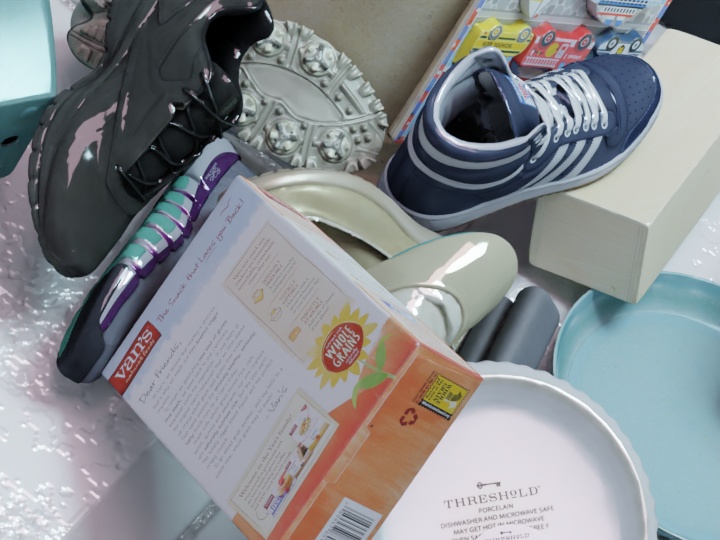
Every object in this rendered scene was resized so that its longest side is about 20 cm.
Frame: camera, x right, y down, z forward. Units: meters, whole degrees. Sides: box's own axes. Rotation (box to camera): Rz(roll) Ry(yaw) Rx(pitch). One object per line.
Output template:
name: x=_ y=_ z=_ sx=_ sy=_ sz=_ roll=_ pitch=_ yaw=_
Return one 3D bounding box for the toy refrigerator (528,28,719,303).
toy refrigerator: x=0.182 y=-0.065 z=1.864 sx=0.076 sy=0.070 sz=0.200 roll=21 pitch=42 yaw=18

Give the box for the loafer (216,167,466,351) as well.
loafer: x=0.000 y=0.000 z=1.703 sx=0.199 sy=0.075 sz=0.069 roll=24 pitch=56 yaw=-39

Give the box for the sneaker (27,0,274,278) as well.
sneaker: x=-0.115 y=-0.085 z=1.650 sx=0.090 sy=0.076 sz=0.201 roll=14 pitch=70 yaw=29

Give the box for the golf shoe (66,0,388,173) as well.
golf shoe: x=-0.076 y=-0.116 z=1.770 sx=0.199 sy=0.097 sz=0.079 roll=27 pitch=84 yaw=0

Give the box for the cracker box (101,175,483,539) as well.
cracker box: x=-0.039 y=0.055 z=1.556 sx=0.058 sy=0.134 sz=0.200 roll=29 pitch=9 yaw=-41

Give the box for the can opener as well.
can opener: x=0.072 y=0.097 z=1.722 sx=0.067 sy=0.053 sz=0.200 roll=54 pitch=42 yaw=-24

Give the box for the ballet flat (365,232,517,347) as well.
ballet flat: x=-0.002 y=0.041 z=1.652 sx=0.199 sy=0.070 sz=0.070 roll=-22 pitch=59 yaw=7

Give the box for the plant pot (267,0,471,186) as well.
plant pot: x=0.025 y=-0.182 z=1.812 sx=0.199 sy=0.184 sz=0.201 roll=13 pitch=50 yaw=-16

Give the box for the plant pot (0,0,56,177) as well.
plant pot: x=-0.259 y=-0.151 z=1.683 sx=0.141 sy=0.141 sz=0.201 roll=-12 pitch=66 yaw=-33

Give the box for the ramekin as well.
ramekin: x=0.065 y=0.142 z=1.587 sx=0.199 sy=0.105 sz=0.201 roll=3 pitch=74 yaw=-11

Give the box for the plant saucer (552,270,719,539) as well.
plant saucer: x=0.202 y=0.089 z=1.796 sx=0.199 sy=0.027 sz=0.201 roll=14 pitch=51 yaw=-17

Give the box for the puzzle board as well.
puzzle board: x=0.116 y=-0.135 z=1.804 sx=0.017 sy=0.151 sz=0.200 roll=46 pitch=27 yaw=27

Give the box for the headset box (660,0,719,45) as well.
headset box: x=0.301 y=-0.217 z=2.037 sx=0.174 sy=0.093 sz=0.200 roll=29 pitch=48 yaw=-4

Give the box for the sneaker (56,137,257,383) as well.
sneaker: x=-0.094 y=0.006 z=1.686 sx=0.087 sy=0.074 sz=0.200 roll=37 pitch=47 yaw=-4

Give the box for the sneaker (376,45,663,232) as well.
sneaker: x=0.107 y=-0.094 z=1.736 sx=0.199 sy=0.109 sz=0.070 roll=-25 pitch=70 yaw=-25
